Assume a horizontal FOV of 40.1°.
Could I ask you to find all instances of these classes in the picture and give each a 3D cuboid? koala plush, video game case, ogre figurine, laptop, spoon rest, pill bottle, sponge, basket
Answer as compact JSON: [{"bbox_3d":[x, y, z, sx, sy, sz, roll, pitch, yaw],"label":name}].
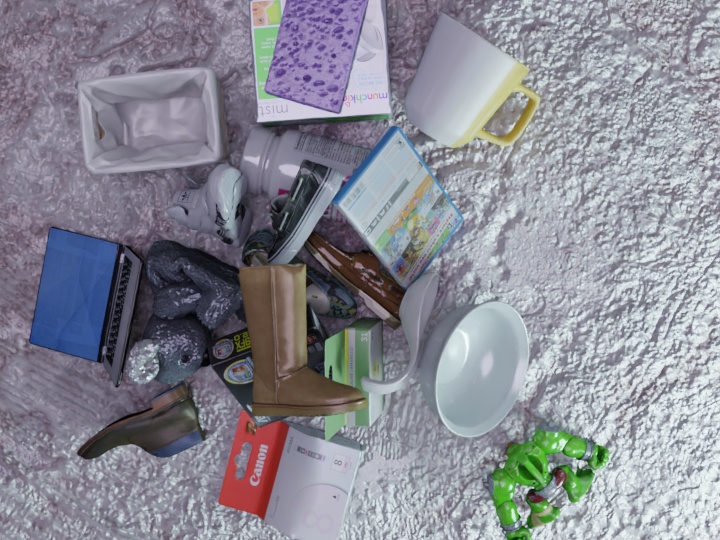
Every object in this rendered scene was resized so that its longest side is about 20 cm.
[{"bbox_3d":[-0.263,0.077,1.459,0.182,0.177,0.202,27,97,13],"label":"koala plush"},{"bbox_3d":[0.058,-0.086,1.417,0.144,0.018,0.200,-52,128,-14],"label":"video game case"},{"bbox_3d":[0.271,0.310,1.482,0.199,0.098,0.120,-38,104,17],"label":"ogre figurine"},{"bbox_3d":[-0.412,0.051,1.475,0.115,0.200,0.190,9,97,-25],"label":"laptop"},{"bbox_3d":[0.071,0.092,1.419,0.060,0.100,0.201,24,68,16],"label":"spoon rest"},{"bbox_3d":[-0.071,-0.140,1.446,0.197,0.113,0.115,15,96,2],"label":"pill bottle"},{"bbox_3d":[-0.058,-0.331,1.375,0.110,0.030,0.203,15,93,1],"label":"sponge"},{"bbox_3d":[-0.295,-0.216,1.446,0.197,0.123,0.138,-5,95,3],"label":"basket"}]

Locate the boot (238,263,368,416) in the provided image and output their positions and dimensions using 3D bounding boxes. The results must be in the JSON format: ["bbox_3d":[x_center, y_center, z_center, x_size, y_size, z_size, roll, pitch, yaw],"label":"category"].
[{"bbox_3d":[-0.079,0.090,1.307,0.173,0.066,0.203,-3,88,16],"label":"boot"}]

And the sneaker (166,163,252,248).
[{"bbox_3d":[-0.224,-0.102,1.426,0.114,0.200,0.076,19,70,8],"label":"sneaker"}]

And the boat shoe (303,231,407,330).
[{"bbox_3d":[0.000,0.000,1.483,0.200,0.072,0.068,41,92,-12],"label":"boat shoe"}]

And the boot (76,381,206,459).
[{"bbox_3d":[-0.335,0.263,1.520,0.199,0.075,0.098,-31,90,4],"label":"boot"}]

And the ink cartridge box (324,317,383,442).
[{"bbox_3d":[-0.006,0.155,1.428,0.047,0.200,0.148,1,96,11],"label":"ink cartridge box"}]

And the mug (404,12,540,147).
[{"bbox_3d":[0.154,-0.253,1.413,0.186,0.149,0.154,33,104,6],"label":"mug"}]

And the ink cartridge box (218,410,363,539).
[{"bbox_3d":[-0.111,0.323,1.528,0.197,0.057,0.165,15,96,-3],"label":"ink cartridge box"}]

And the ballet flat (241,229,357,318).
[{"bbox_3d":[-0.097,0.021,1.483,0.199,0.074,0.075,36,96,5],"label":"ballet flat"}]

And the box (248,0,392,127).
[{"bbox_3d":[-0.056,-0.305,1.440,0.197,0.097,0.179,-3,93,2],"label":"box"}]

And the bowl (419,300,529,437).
[{"bbox_3d":[0.152,0.135,1.454,0.199,0.090,0.204,-12,108,-38],"label":"bowl"}]

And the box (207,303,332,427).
[{"bbox_3d":[-0.113,0.144,1.445,0.158,0.201,0.045,-21,52,3],"label":"box"}]

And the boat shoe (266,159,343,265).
[{"bbox_3d":[-0.094,-0.083,1.388,0.070,0.072,0.201,31,128,-6],"label":"boat shoe"}]
